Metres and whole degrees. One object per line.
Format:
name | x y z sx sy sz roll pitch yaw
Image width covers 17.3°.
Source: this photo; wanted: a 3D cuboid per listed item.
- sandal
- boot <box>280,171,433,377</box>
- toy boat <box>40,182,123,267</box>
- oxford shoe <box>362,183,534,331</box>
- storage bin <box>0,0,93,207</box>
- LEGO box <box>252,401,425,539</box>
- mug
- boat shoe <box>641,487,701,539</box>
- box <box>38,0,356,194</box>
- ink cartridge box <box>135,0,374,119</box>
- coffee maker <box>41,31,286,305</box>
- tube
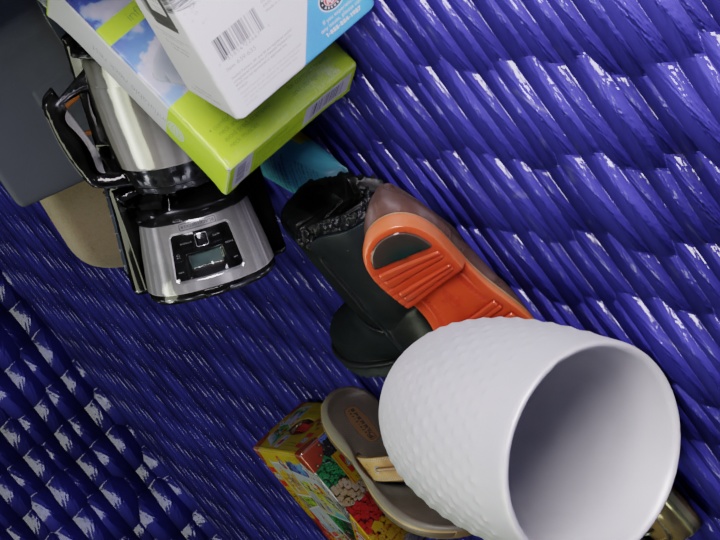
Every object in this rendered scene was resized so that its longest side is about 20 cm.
sandal | 0.036 0.168 2.142 0.200 0.080 0.054 46 146 28
boot | 0.000 0.000 1.752 0.168 0.076 0.200 51 161 -22
toy boat | -0.232 -0.098 2.185 0.201 0.130 0.131 66 -172 -49
oxford shoe | 0.073 0.015 1.637 0.200 0.071 0.073 50 -159 -32
storage bin | -0.270 -0.150 1.986 0.201 0.134 0.146 58 -176 -38
LEGO box | -0.013 0.212 2.374 0.149 0.077 0.200 50 166 -8
mug | 0.117 0.107 1.556 0.199 0.149 0.175 11 -178 -36
boat shoe | 0.183 0.178 1.697 0.073 0.063 0.200 50 166 -4
box | -0.113 -0.162 1.568 0.200 0.122 0.048 45 159 10
ink cartridge box | -0.087 -0.204 1.392 0.067 0.116 0.201 34 160 49
coffee maker | -0.128 -0.097 1.709 0.192 0.134 0.202 -57 -43 -63
tube | -0.072 -0.096 1.794 0.199 0.050 0.078 34 165 33
